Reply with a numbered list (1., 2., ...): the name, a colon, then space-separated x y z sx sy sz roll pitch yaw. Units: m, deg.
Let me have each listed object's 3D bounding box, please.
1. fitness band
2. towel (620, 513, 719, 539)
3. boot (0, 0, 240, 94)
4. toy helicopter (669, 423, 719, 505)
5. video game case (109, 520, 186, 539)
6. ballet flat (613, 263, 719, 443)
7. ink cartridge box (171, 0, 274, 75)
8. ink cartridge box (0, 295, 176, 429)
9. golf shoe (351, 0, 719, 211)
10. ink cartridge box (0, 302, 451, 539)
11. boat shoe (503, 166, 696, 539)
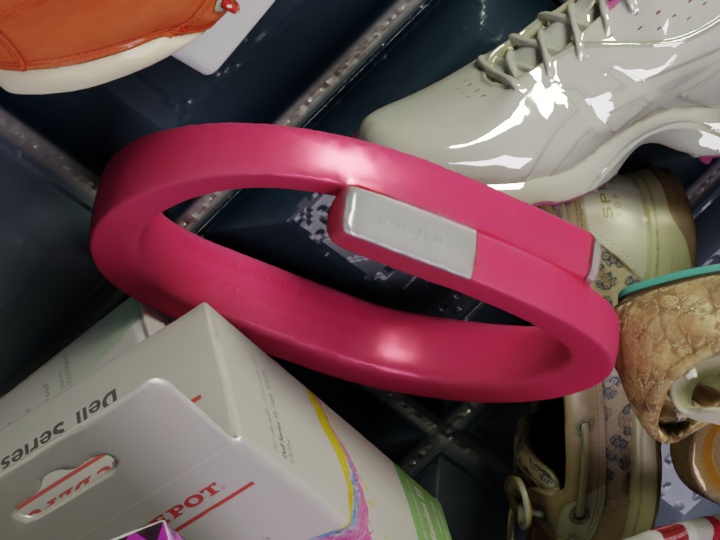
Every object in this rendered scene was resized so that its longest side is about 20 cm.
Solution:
1. fitness band: 0.000 0.000 1.025 0.199 0.038 0.143 23 157 -30
2. towel: 0.066 0.145 1.081 0.144 0.023 0.200 -47 158 25
3. boot: -0.042 -0.123 0.835 0.199 0.075 0.107 -25 135 5
4. toy helicopter: 0.195 0.012 1.130 0.200 0.079 0.133 -39 115 -16
5. video game case: -0.114 0.151 0.953 0.180 0.036 0.200 -22 158 6
6. ballet flat: 0.179 0.019 1.025 0.199 0.066 0.070 -20 154 34
7. ink cartridge box: -0.084 -0.173 0.875 0.200 0.083 0.146 29 110 -38
8. ink cartridge box: -0.100 0.113 1.124 0.200 0.050 0.161 -35 133 22
9. golf shoe: 0.086 -0.078 1.042 0.199 0.075 0.092 -15 122 -23
10. ink cartridge box: -0.061 0.089 1.028 0.117 0.068 0.200 -31 135 16
11. boat shoe: 0.083 0.051 1.138 0.062 0.073 0.201 -1 115 -16
